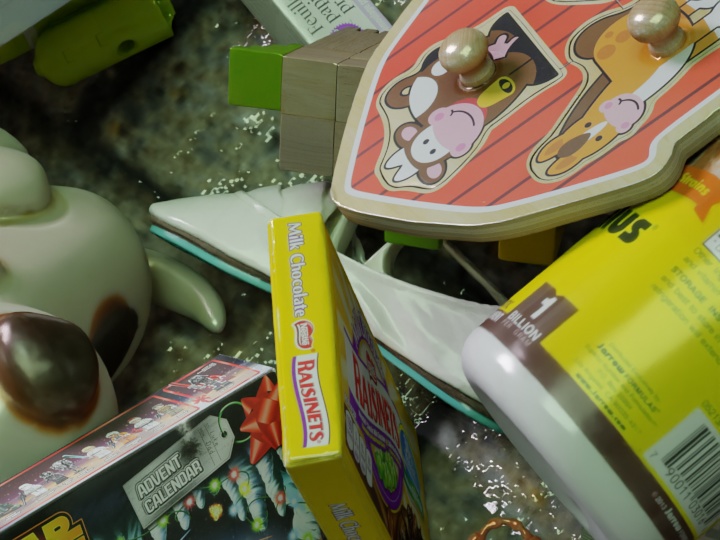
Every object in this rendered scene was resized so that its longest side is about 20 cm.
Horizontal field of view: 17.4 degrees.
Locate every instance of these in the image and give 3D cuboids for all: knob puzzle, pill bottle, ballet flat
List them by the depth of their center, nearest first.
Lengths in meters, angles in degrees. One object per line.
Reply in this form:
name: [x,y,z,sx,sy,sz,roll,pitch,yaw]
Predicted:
pill bottle: [0.141,0.007,0.847,0.200,0.109,0.109,-39,60,-4]
knob puzzle: [0.069,-0.087,0.892,0.219,0.030,0.220,-22,40,20]
ballet flat: [0.000,0.000,1.043,0.200,0.069,0.070,29,74,21]

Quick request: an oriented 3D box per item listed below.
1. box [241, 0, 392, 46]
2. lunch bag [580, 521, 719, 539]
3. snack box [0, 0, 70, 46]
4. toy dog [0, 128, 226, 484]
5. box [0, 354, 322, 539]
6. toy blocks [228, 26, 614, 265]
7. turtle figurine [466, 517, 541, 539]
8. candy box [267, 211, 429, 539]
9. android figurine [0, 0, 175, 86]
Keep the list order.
box: [-0.056,-0.165,1.136,0.039,0.041,0.200,-35,73,-14]
lunch bag: [0.185,0.088,0.923,0.164,0.118,0.201,14,74,24]
snack box: [-0.192,-0.146,1.089,0.200,0.053,0.142,-31,33,17]
toy dog: [-0.156,0.043,1.006,0.193,0.140,0.200,17,24,-14]
box: [-0.099,0.138,0.917,0.200,0.137,0.040,-31,26,-34]
toy blocks: [0.060,-0.074,1.039,0.199,0.137,0.100,8,108,19]
turtle figurine: [0.092,0.204,0.904,0.161,0.064,0.201,12,92,23]
candy box: [-0.001,0.069,0.933,0.026,0.200,0.103,-12,61,7]
android figurine: [-0.160,-0.174,1.198,0.200,0.041,0.182,-26,60,-2]
